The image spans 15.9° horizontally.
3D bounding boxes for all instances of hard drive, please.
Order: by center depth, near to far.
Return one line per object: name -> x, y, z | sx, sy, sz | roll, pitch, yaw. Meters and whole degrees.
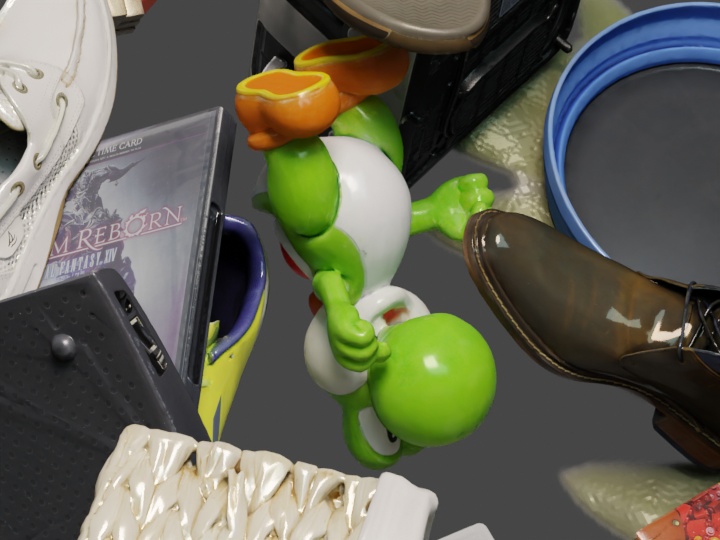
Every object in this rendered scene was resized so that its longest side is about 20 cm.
hard drive -> -0.115, 0.101, 1.089 | 0.201, 0.134, 0.042 | 68, 28, -11

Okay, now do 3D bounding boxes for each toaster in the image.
toaster -> 0.039, -0.155, 1.284 | 0.118, 0.181, 0.200 | 38, 60, 16

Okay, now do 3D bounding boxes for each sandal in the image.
sandal -> 0.017, -0.183, 1.161 | 0.081, 0.055, 0.201 | 1, 56, -5

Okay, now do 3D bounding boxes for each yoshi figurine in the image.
yoshi figurine -> 0.014, -0.001, 1.178 | 0.112, 0.201, 0.112 | -14, 18, -1

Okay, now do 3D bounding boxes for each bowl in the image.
bowl -> 0.189, -0.048, 1.329 | 0.199, 0.039, 0.202 | 5, 58, -8

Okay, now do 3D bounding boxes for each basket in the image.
basket -> -0.059, 0.172, 0.932 | 0.123, 0.136, 0.201 | 17, 56, 5

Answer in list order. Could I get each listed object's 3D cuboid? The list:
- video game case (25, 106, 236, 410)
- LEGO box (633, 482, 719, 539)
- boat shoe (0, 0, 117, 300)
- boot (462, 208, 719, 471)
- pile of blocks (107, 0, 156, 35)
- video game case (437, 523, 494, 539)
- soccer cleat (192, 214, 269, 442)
video game case -> -0.130, 0.025, 1.187 | 0.142, 0.019, 0.201 | -14, 53, 27
LEGO box -> 0.229, 0.182, 1.170 | 0.148, 0.077, 0.200 | -27, 67, -24
boat shoe -> -0.168, -0.069, 1.214 | 0.070, 0.069, 0.201 | -2, 59, 23
boot -> 0.144, 0.018, 1.193 | 0.200, 0.097, 0.075 | 33, 53, -28
pile of blocks -> -0.142, -0.209, 1.342 | 0.062, 0.082, 0.201 | -13, 61, -18
video game case -> 0.041, 0.223, 1.144 | 0.142, 0.018, 0.201 | -20, 64, -22
soccer cleat -> -0.088, 0.062, 1.180 | 0.064, 0.084, 0.201 | 18, 57, -4
